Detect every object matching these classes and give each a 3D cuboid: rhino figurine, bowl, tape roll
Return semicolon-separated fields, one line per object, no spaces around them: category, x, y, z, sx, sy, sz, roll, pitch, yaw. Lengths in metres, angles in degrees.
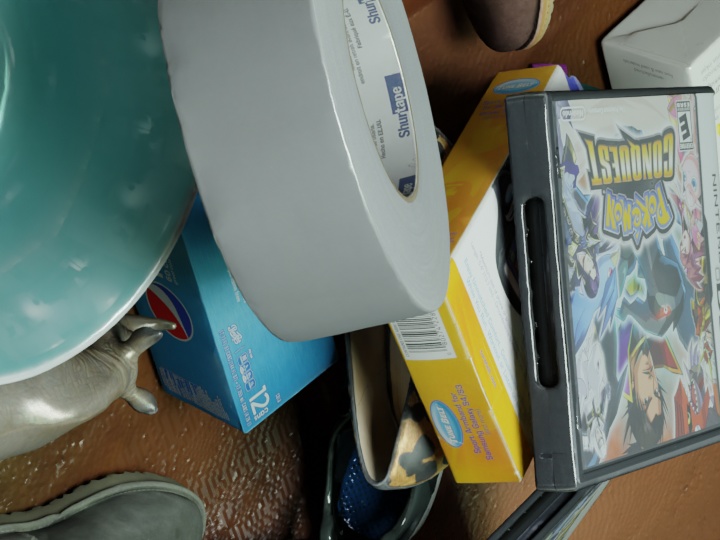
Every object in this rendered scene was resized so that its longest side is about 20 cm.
rhino figurine;-0.160;0.051;1.152;0.200;0.087;0.060;-17;120;-40
bowl;-0.169;-0.063;1.077;0.200;0.105;0.201;-22;123;-37
tape roll;-0.021;-0.073;1.102;0.200;0.066;0.201;-14;90;-77

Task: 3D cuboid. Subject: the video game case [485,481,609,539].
video game case;0.053;0.185;1.384;0.181;0.025;0.200;-41;167;-35

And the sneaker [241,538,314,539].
sneaker;-0.048;0.232;1.366;0.091;0.076;0.201;-9;119;-54

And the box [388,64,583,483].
box;0.075;-0.007;1.253;0.119;0.041;0.200;67;33;-29

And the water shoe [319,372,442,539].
water shoe;0.025;0.060;1.339;0.079;0.071;0.201;-51;152;-72

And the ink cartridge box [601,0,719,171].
ink cartridge box;0.215;-0.076;1.490;0.116;0.067;0.200;-43;133;-26

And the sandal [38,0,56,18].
sandal;-0.078;-0.201;1.120;0.077;0.070;0.212;22;93;-28

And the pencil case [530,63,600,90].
pencil case;0.097;-0.002;1.392;0.085;0.092;0.201;6;109;-14

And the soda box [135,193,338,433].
soda box;-0.074;-0.026;1.222;0.068;0.064;0.200;-37;131;-29

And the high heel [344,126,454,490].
high heel;0.000;0.000;1.238;0.200;0.071;0.143;53;46;-22

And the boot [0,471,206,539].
boot;-0.091;0.171;1.193;0.182;0.200;0.073;-16;119;-40

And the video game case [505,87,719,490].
video game case;0.131;0.003;1.270;0.200;0.025;0.181;-8;95;-60

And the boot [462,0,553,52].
boot;0.003;-0.158;1.256;0.166;0.072;0.200;-33;131;-16
